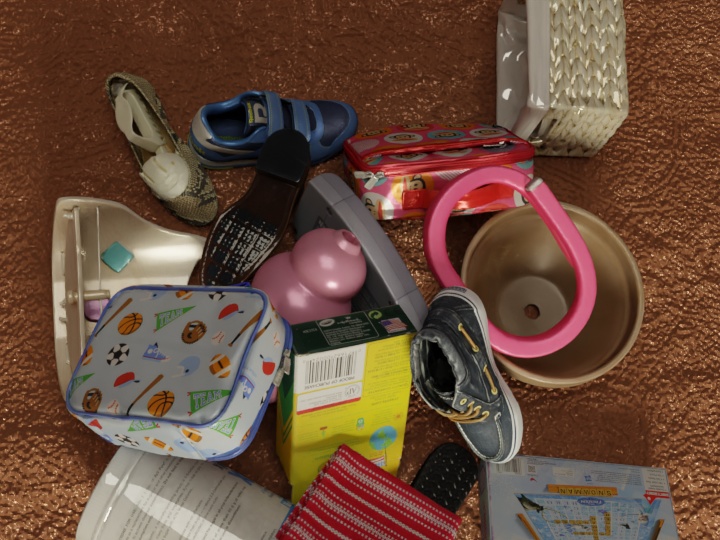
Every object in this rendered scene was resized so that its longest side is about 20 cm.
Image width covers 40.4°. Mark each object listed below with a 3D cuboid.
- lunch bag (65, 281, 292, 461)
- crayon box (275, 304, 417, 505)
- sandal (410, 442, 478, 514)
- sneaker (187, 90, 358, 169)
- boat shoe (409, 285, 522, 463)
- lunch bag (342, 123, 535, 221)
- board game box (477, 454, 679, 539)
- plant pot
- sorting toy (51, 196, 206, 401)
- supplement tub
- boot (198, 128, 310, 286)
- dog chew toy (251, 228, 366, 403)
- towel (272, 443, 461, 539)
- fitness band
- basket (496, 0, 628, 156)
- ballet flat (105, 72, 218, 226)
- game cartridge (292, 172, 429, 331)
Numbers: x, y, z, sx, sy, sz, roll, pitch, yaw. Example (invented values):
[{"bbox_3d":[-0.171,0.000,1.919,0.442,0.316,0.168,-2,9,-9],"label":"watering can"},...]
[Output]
[{"bbox_3d":[-0.159,0.084,0.890,0.198,0.076,0.161,2,55,27],"label":"lunch bag"},{"bbox_3d":[-0.018,0.136,0.975,0.126,0.201,0.051,-9,36,-22],"label":"crayon box"},{"bbox_3d":[0.053,0.265,1.007,0.075,0.045,0.200,41,60,3],"label":"sandal"},{"bbox_3d":[-0.097,-0.162,1.108,0.198,0.082,0.075,-10,71,-10],"label":"sneaker"},{"bbox_3d":[0.098,0.122,0.950,0.091,0.070,0.202,-48,125,-49],"label":"boat shoe"},{"bbox_3d":[0.084,-0.103,1.058,0.198,0.176,0.083,-7,112,-9],"label":"lunch bag"},{"bbox_3d":[0.221,0.286,0.977,0.198,0.041,0.201,6,49,-3],"label":"board game box"},{"bbox_3d":[0.198,0.033,1.068,0.199,0.093,0.203,2,73,-5],"label":"plant pot"},{"bbox_3d":[-0.226,0.034,1.026,0.178,0.107,0.202,-1,79,-23],"label":"sorting toy"},{"bbox_3d":[-0.154,0.250,0.938,0.199,0.132,0.133,29,71,3],"label":"supplement tub"},{"bbox_3d":[-0.107,-0.048,1.067,0.074,0.097,0.201,27,76,9],"label":"boot"},{"bbox_3d":[-0.067,0.039,0.987,0.124,0.124,0.200,43,115,9],"label":"dog chew toy"},{"bbox_3d":[-0.005,0.259,0.882,0.144,0.023,0.200,31,44,8],"label":"towel"},{"bbox_3d":[0.149,-0.008,0.972,0.143,0.037,0.201,-36,99,-4],"label":"fitness band"},{"bbox_3d":[0.233,-0.244,1.142,0.122,0.136,0.202,4,71,-7],"label":"basket"},{"bbox_3d":[-0.231,-0.136,1.088,0.068,0.075,0.201,-34,77,14],"label":"ballet flat"},{"bbox_3d":[0.000,0.000,1.036,0.040,0.133,0.201,-29,77,-22],"label":"game cartridge"}]
